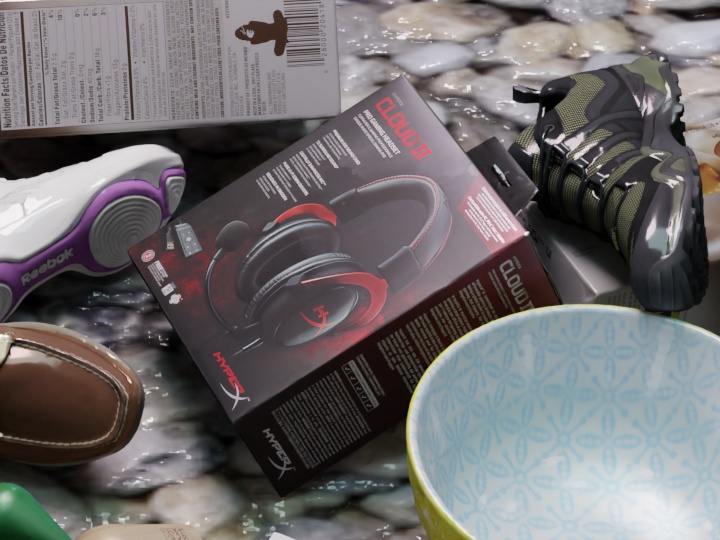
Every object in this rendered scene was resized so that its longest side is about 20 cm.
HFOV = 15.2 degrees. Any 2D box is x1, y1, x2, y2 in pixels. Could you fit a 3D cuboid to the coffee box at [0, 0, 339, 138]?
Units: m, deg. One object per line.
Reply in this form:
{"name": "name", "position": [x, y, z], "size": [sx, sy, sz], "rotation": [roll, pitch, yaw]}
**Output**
{"name": "coffee box", "position": [-0.121, -0.123, 1.555], "size": [0.199, 0.080, 0.114], "rotation": [-4, 6, -11]}

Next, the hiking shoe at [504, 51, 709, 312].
{"name": "hiking shoe", "position": [0.128, -0.040, 1.424], "size": [0.100, 0.076, 0.200], "rotation": [-8, 34, 4]}

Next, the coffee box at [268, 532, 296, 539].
{"name": "coffee box", "position": [0.004, 0.267, 1.059], "size": [0.197, 0.200, 0.200], "rotation": [19, 42, 16]}

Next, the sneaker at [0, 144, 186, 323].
{"name": "sneaker", "position": [-0.187, -0.032, 1.487], "size": [0.200, 0.075, 0.100], "rotation": [-27, 51, -32]}

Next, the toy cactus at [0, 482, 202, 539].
{"name": "toy cactus", "position": [-0.153, 0.142, 1.286], "size": [0.165, 0.103, 0.200], "rotation": [-9, 33, -31]}

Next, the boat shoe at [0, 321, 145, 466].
{"name": "boat shoe", "position": [-0.208, 0.057, 1.367], "size": [0.199, 0.076, 0.072], "rotation": [9, 4, 17]}

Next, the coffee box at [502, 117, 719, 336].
{"name": "coffee box", "position": [0.185, -0.016, 1.506], "size": [0.199, 0.080, 0.114], "rotation": [-14, 44, -21]}

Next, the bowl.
{"name": "bowl", "position": [0.117, 0.121, 1.316], "size": [0.199, 0.108, 0.200], "rotation": [3, 40, -2]}

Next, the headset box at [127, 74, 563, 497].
{"name": "headset box", "position": [0.000, 0.000, 1.413], "size": [0.200, 0.075, 0.149], "rotation": [-32, 48, -3]}
